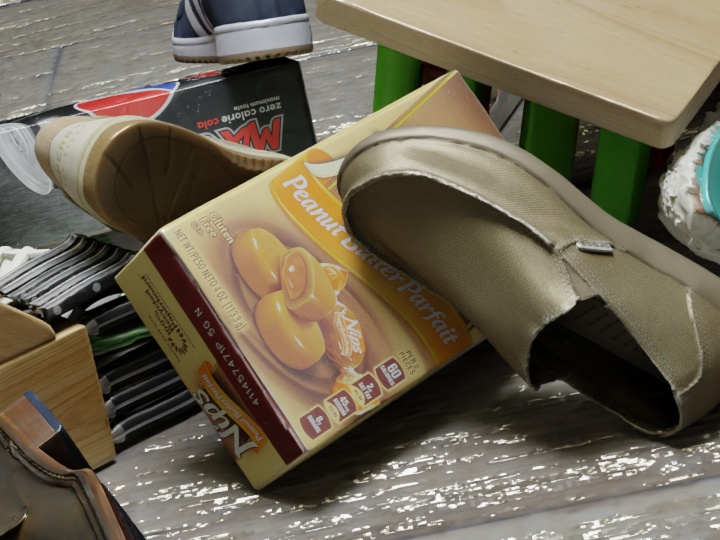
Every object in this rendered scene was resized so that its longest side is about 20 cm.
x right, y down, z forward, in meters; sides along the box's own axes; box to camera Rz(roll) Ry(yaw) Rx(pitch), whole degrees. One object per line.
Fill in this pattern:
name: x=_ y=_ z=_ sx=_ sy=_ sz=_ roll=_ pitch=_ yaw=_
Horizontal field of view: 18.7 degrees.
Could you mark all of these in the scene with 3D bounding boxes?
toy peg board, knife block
toy peg board: x=0.106 y=-0.126 z=1.168 sx=0.199 sy=0.098 sz=0.199 roll=23 pitch=45 yaw=19
knife block: x=-0.157 y=0.072 z=1.006 sx=0.064 sy=0.175 sz=0.201 roll=16 pitch=80 yaw=51

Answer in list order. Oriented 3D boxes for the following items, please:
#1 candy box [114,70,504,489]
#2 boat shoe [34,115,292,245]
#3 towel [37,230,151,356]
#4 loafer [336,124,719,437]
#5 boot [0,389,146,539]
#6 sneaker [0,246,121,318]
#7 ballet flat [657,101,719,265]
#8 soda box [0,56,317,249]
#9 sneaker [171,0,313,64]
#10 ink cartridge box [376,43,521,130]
candy box: x=0.000 y=0.000 z=0.998 sx=0.200 sy=0.116 sz=0.055 roll=-31 pitch=-5 yaw=-38
boat shoe: x=-0.071 y=-0.031 z=1.061 sx=0.065 sy=0.073 sz=0.199 roll=21 pitch=-1 yaw=44
towel: x=-0.098 y=-0.009 z=1.201 sx=0.199 sy=0.024 sz=0.152 roll=-20 pitch=23 yaw=-18
loafer: x=0.075 y=0.004 z=0.933 sx=0.199 sy=0.076 sz=0.068 roll=25 pitch=46 yaw=8
boot: x=-0.133 y=0.124 z=0.866 sx=0.097 sy=0.075 sz=0.200 roll=-35 pitch=26 yaw=-10
sneaker: x=-0.219 y=0.008 z=1.113 sx=0.199 sy=0.085 sz=0.073 roll=-9 pitch=33 yaw=24
ballet flat: x=0.187 y=-0.044 z=1.108 sx=0.071 sy=0.072 sz=0.200 roll=0 pitch=23 yaw=26
soda box: x=-0.126 y=-0.066 z=1.229 sx=0.199 sy=0.071 sz=0.063 roll=-15 pitch=11 yaw=-8
sneaker: x=-0.073 y=-0.176 z=1.256 sx=0.070 sy=0.109 sz=0.200 roll=-11 pitch=9 yaw=-13
ink cartridge box: x=0.034 y=-0.166 z=1.279 sx=0.047 sy=0.201 sz=0.160 roll=-7 pitch=22 yaw=24
